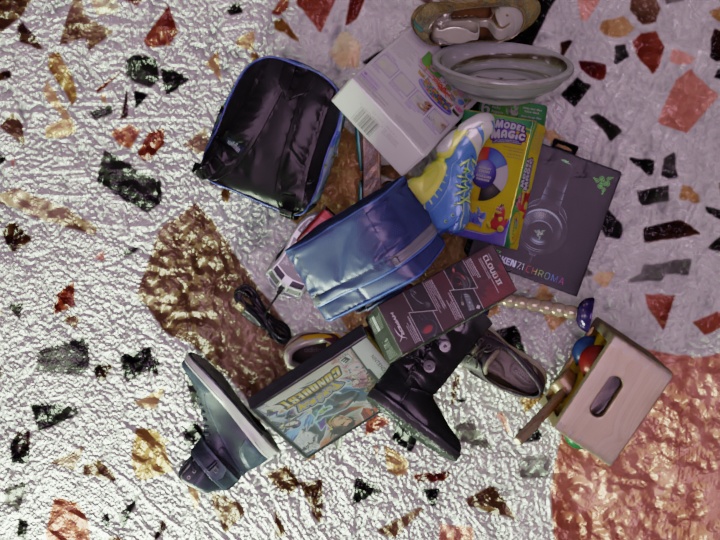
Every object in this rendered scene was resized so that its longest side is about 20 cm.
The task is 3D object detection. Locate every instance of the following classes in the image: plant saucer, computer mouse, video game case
[{"bbox_3d":[0.196,-0.270,1.554,0.197,0.201,0.051,2,116,2],"label":"plant saucer"},{"bbox_3d":[-0.099,0.002,1.663,0.109,0.044,0.201,37,96,-5],"label":"computer mouse"},{"bbox_3d":[-0.040,0.183,1.633,0.199,0.026,0.181,-33,140,5],"label":"video game case"}]

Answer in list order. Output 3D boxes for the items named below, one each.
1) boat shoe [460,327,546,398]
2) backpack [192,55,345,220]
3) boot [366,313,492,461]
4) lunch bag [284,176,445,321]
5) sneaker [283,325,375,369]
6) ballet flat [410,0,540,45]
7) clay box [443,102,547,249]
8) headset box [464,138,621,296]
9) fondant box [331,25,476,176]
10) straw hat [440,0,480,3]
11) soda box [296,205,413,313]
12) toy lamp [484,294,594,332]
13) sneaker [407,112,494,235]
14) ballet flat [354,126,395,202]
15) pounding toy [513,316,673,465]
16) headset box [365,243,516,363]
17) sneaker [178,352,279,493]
[{"bbox_3d":[0.190,0.128,1.657,0.198,0.065,0.072,32,98,-1],"label":"boat shoe"},{"bbox_3d":[-0.114,-0.199,1.589,0.181,0.147,0.202,23,101,1],"label":"backpack"},{"bbox_3d":[0.126,0.147,1.607,0.164,0.066,0.201,38,75,-6],"label":"boot"},{"bbox_3d":[0.006,-0.017,1.491,0.199,0.136,0.133,-28,97,34],"label":"lunch bag"},{"bbox_3d":[-0.016,0.123,1.651,0.197,0.090,0.076,-8,96,3],"label":"sneaker"},{"bbox_3d":[0.170,-0.349,1.580,0.197,0.071,0.072,-6,97,-14],"label":"ballet flat"},{"bbox_3d":[0.183,-0.140,1.544,0.114,0.047,0.203,14,94,35],"label":"clay box"},{"bbox_3d":[0.263,-0.089,1.615,0.172,0.093,0.203,20,96,-1],"label":"headset box"},{"bbox_3d":[0.069,-0.242,1.557,0.144,0.200,0.058,46,136,-4],"label":"fondant box"},{"bbox_3d":[0.177,-0.460,1.579,0.198,0.085,0.205,0,97,2],"label":"straw hat"},{"bbox_3d":[0.000,0.000,1.612,0.200,0.063,0.070,42,95,-6],"label":"soda box"},{"bbox_3d":[0.242,0.049,1.641,0.197,0.058,0.059,9,97,11],"label":"toy lamp"},{"bbox_3d":[0.132,-0.117,1.515,0.105,0.075,0.200,50,118,11],"label":"sneaker"},{"bbox_3d":[0.026,-0.143,1.636,0.066,0.068,0.203,-2,107,-2],"label":"ballet flat"},{"bbox_3d":[0.322,0.179,1.598,0.141,0.184,0.201,33,97,-2],"label":"pounding toy"},{"bbox_3d":[0.115,0.043,1.516,0.198,0.149,0.076,-28,84,-10],"label":"headset box"},{"bbox_3d":[-0.239,0.238,1.680,0.146,0.077,0.203,-37,95,3],"label":"sneaker"}]
